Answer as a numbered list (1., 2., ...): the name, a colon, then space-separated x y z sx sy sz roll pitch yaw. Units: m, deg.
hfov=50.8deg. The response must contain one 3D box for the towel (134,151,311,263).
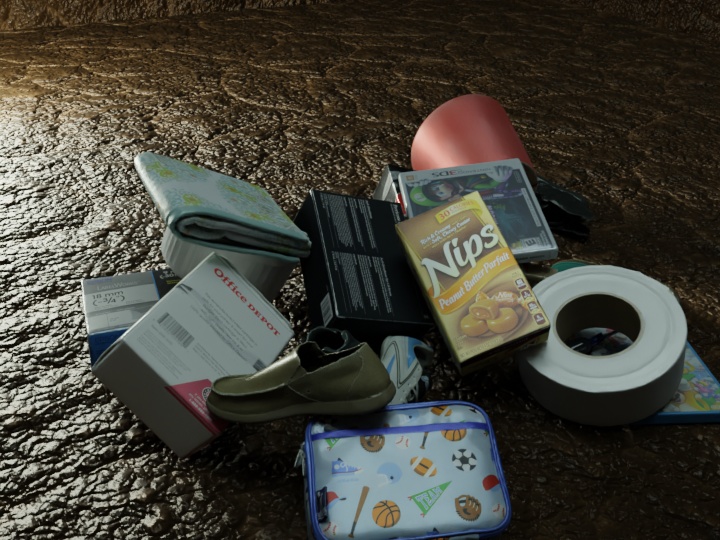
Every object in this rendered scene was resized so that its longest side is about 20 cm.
1. towel: -0.175 -0.077 0.965 0.200 0.048 0.171 15 20 -40

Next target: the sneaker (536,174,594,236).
1. sneaker: 0.330 -0.119 1.353 0.199 0.060 0.104 24 32 27

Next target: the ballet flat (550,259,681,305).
1. ballet flat: 0.368 0.032 1.097 0.065 0.071 0.200 6 12 -45

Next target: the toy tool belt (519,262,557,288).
1. toy tool belt: 0.199 -0.010 1.081 0.123 0.125 0.200 -19 25 3

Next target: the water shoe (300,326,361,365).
1. water shoe: -0.031 0.094 0.868 0.071 0.079 0.200 -39 11 -19

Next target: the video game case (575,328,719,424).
1. video game case: 0.374 0.125 0.980 0.143 0.018 0.200 -1 30 -4

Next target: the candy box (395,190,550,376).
1. candy box: 0.133 0.013 0.920 0.115 0.055 0.200 -22 64 -2

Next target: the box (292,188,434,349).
1. box: 0.000 0.000 1.000 0.141 0.079 0.200 5 53 -25

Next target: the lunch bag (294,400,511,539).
1. lunch bag: 0.036 0.200 0.733 0.199 0.076 0.161 -1 49 -5

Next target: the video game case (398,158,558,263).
1. video game case: 0.156 -0.079 1.046 0.181 0.023 0.200 -8 45 -1

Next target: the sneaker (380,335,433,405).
1. sneaker: 0.043 0.141 0.877 0.072 0.072 0.200 3 31 14

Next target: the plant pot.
1. plant pot: 0.209 -0.182 1.339 0.200 0.201 0.178 -8 42 -16

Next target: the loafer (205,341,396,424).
1. loafer: -0.063 0.107 0.757 0.199 0.068 0.076 -7 9 15

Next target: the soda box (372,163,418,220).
1. soda box: 0.073 -0.069 1.119 0.063 0.071 0.200 9 41 -21

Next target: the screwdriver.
1. screwdriver: 0.331 0.078 0.995 0.200 0.028 0.029 -27 59 -11

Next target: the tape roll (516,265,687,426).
1. tape roll: 0.291 0.086 0.926 0.202 0.071 0.203 -10 43 9

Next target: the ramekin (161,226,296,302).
1. ramekin: -0.183 -0.036 1.074 0.200 0.098 0.201 27 17 -9

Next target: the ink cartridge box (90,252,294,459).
1. ink cartridge box: -0.184 0.090 0.871 0.146 0.085 0.200 47 36 -8

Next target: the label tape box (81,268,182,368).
1. label tape box: -0.300 0.045 1.027 0.144 0.063 0.200 -9 32 -19
